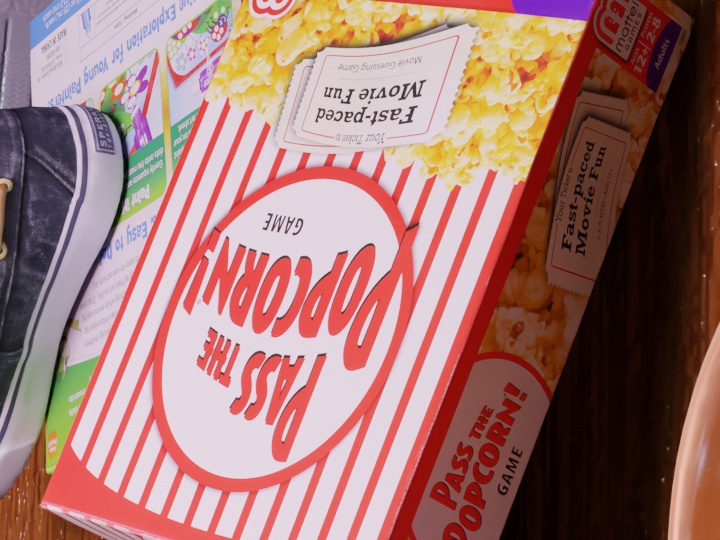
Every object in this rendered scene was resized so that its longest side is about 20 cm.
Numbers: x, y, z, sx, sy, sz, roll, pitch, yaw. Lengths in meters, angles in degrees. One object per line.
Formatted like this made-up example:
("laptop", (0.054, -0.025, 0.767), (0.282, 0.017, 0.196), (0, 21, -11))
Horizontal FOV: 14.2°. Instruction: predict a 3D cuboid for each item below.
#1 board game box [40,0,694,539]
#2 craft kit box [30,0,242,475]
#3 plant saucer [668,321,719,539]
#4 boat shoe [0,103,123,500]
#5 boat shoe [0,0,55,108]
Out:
("board game box", (0.000, 0.000, 0.875), (0.151, 0.046, 0.201), (9, 74, 46))
("craft kit box", (-0.071, -0.034, 1.123), (0.200, 0.048, 0.198), (-27, 60, 58))
("plant saucer", (0.145, 0.074, 0.708), (0.200, 0.037, 0.201), (-12, 76, 61))
("boat shoe", (-0.168, 0.014, 1.160), (0.071, 0.091, 0.201), (62, 138, 45))
("boat shoe", (-0.148, -0.090, 1.264), (0.062, 0.072, 0.201), (160, 122, -74))
